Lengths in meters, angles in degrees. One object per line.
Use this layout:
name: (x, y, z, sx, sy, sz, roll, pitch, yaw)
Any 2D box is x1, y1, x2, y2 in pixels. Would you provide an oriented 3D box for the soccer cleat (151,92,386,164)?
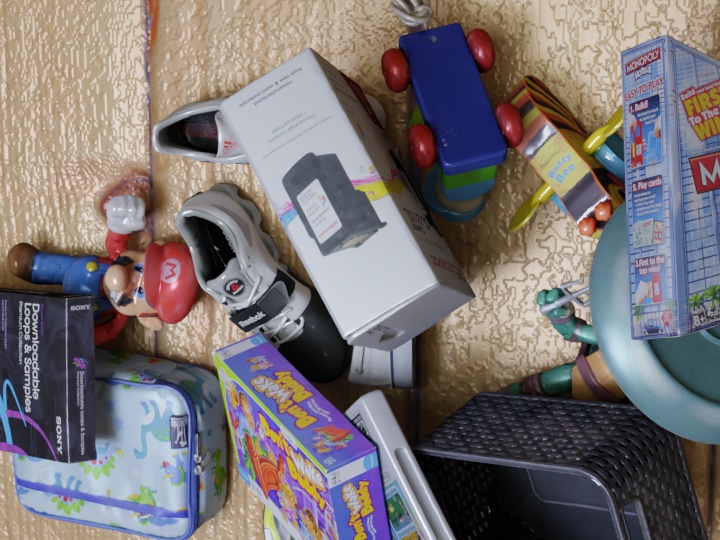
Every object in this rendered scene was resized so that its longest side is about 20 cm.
soccer cleat: (-0.077, -0.115, 1.310, 0.200, 0.085, 0.069, 1, 102, 23)

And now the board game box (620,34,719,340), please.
board game box: (0.263, -0.071, 1.114, 0.062, 0.200, 0.200, -12, 92, 65)

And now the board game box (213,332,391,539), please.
board game box: (-0.046, 0.155, 1.283, 0.200, 0.045, 0.135, 39, 145, 51)

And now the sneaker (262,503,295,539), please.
sneaker: (-0.013, 0.263, 1.383, 0.081, 0.074, 0.200, -33, 94, 16)

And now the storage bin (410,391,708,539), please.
storage bin: (0.144, 0.176, 1.193, 0.200, 0.094, 0.135, 2, 117, 46)

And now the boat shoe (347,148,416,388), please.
boat shoe: (0.000, -0.001, 1.307, 0.086, 0.075, 0.202, -1, 108, 6)

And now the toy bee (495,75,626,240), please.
toy bee: (0.177, -0.069, 1.201, 0.200, 0.109, 0.131, 27, 110, 16)

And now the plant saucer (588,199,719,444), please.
plant saucer: (0.259, 0.025, 1.151, 0.200, 0.200, 0.027, 60, 154, 1)

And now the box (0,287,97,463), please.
box: (-0.307, 0.087, 1.398, 0.200, 0.036, 0.143, 3, 95, 40)

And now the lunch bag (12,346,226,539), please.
lunch bag: (-0.219, 0.157, 1.435, 0.200, 0.082, 0.161, 9, 108, 22)

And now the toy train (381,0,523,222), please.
toy train: (0.058, -0.143, 1.245, 0.085, 0.116, 0.200, -14, 63, -8)

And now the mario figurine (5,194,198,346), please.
mario figurine: (-0.233, 0.008, 1.389, 0.200, 0.106, 0.124, -5, 120, 29)

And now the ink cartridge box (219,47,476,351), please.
ink cartridge box: (-0.005, -0.048, 1.185, 0.083, 0.146, 0.200, -31, 78, 10)

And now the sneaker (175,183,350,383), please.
sneaker: (-0.091, 0.021, 1.347, 0.074, 0.089, 0.200, -41, 86, 23)

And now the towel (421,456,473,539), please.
towel: (0.064, 0.246, 1.323, 0.200, 0.049, 0.112, 65, 155, 1)

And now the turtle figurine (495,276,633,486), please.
turtle figurine: (0.186, 0.087, 1.237, 0.200, 0.101, 0.150, -46, 67, 40)

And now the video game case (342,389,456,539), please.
video game case: (0.023, 0.202, 1.262, 0.182, 0.024, 0.200, 63, 158, 11)
